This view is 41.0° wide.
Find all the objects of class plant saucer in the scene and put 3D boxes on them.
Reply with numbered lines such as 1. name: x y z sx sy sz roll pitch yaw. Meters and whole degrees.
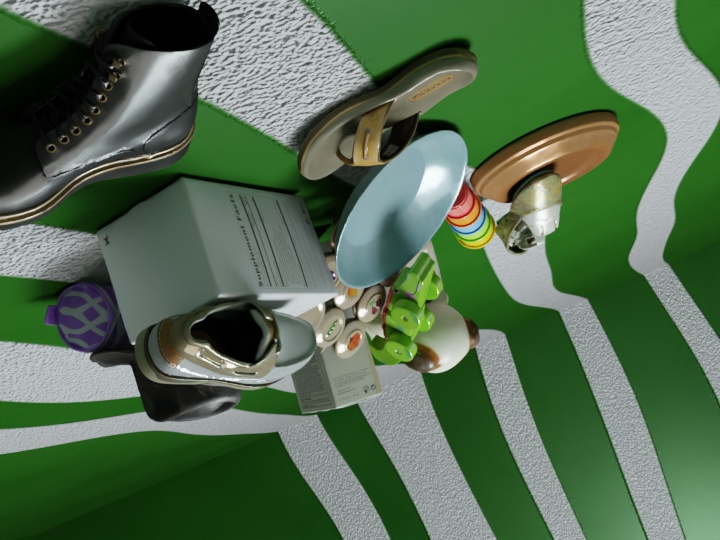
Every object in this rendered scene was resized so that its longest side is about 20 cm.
1. plant saucer: 0.035 -0.072 1.036 0.201 0.039 0.201 -37 151 -25
2. plant saucer: 0.239 -0.136 1.229 0.200 0.038 0.200 -21 167 -5

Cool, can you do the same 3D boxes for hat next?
1. hat: -0.185 0.121 1.032 0.200 0.081 0.201 -5 174 -1

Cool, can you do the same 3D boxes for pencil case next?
1. pencil case: -0.260 0.054 1.109 0.085 0.084 0.200 13 180 24

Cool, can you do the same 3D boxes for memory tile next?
1. memory tile: 0.000 0.000 1.106 0.200 0.017 0.153 -59 143 -4

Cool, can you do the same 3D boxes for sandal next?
1. sandal: 0.023 -0.128 0.866 0.200 0.054 0.080 -28 166 26

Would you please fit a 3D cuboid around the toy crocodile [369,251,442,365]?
1. toy crocodile: 0.053 0.048 1.144 0.068 0.062 0.200 -57 166 -31

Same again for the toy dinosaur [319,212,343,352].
1. toy dinosaur: 0.000 -0.009 1.143 0.060 0.106 0.200 6 -130 39

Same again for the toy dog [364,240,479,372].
1. toy dog: 0.076 0.039 1.280 0.139 0.200 0.194 -22 171 -37

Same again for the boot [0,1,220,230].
1. boot: -0.188 -0.104 0.607 0.200 0.078 0.138 -30 169 -31

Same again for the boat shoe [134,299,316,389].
1. boat shoe: -0.103 0.067 0.874 0.068 0.075 0.200 -25 166 37

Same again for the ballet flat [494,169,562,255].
1. ballet flat: 0.226 -0.068 1.258 0.070 0.071 0.200 -19 167 -12

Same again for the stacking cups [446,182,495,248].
1. stacking cups: 0.140 -0.080 1.268 0.060 0.061 0.200 -23 164 7

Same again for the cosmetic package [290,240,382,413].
1. cosmetic package: -0.051 0.072 1.206 0.073 0.201 0.103 -13 177 -31

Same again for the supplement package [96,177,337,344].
1. supplement package: -0.138 -0.005 0.959 0.121 0.120 0.200 -27 166 27
